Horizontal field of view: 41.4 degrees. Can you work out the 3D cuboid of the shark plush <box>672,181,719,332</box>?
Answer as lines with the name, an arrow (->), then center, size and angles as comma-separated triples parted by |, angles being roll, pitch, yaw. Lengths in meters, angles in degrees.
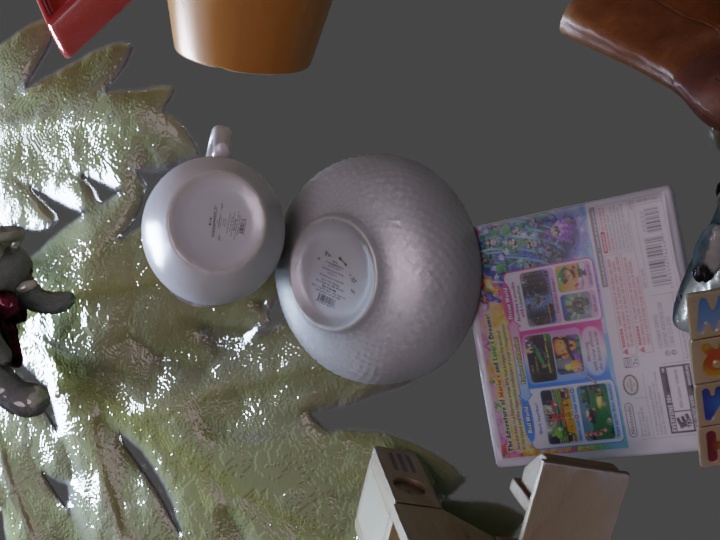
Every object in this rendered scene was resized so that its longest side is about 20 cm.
shark plush -> 0.267, -0.054, 0.678 | 0.089, 0.083, 0.204 | 7, 87, -8

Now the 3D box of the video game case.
video game case -> 0.178, 0.049, 0.765 | 0.180, 0.024, 0.203 | -11, 88, 29

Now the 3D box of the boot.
boot -> 0.272, -0.170, 0.674 | 0.187, 0.069, 0.200 | -32, 47, -10

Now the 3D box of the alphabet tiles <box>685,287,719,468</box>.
alphabet tiles -> 0.308, 0.063, 0.643 | 0.164, 0.006, 0.203 | -10, 110, 6

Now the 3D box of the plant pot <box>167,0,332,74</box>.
plant pot -> -0.092, -0.276, 0.816 | 0.198, 0.199, 0.186 | 23, 119, 25

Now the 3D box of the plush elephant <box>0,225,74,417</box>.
plush elephant -> -0.383, 0.043, 1.011 | 0.199, 0.164, 0.156 | 37, 70, -11

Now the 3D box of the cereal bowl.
cereal bowl -> 0.000, 0.000, 0.813 | 0.198, 0.083, 0.204 | 2, 94, 35

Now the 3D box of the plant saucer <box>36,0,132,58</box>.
plant saucer -> -0.295, -0.363, 0.997 | 0.198, 0.037, 0.202 | -32, 78, 26

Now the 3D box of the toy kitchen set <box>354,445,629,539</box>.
toy kitchen set -> 0.119, 0.194, 0.776 | 0.197, 0.181, 0.166 | 11, 103, -13

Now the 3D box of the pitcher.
pitcher -> -0.129, -0.056, 0.840 | 0.119, 0.200, 0.175 | 4, 85, -11
